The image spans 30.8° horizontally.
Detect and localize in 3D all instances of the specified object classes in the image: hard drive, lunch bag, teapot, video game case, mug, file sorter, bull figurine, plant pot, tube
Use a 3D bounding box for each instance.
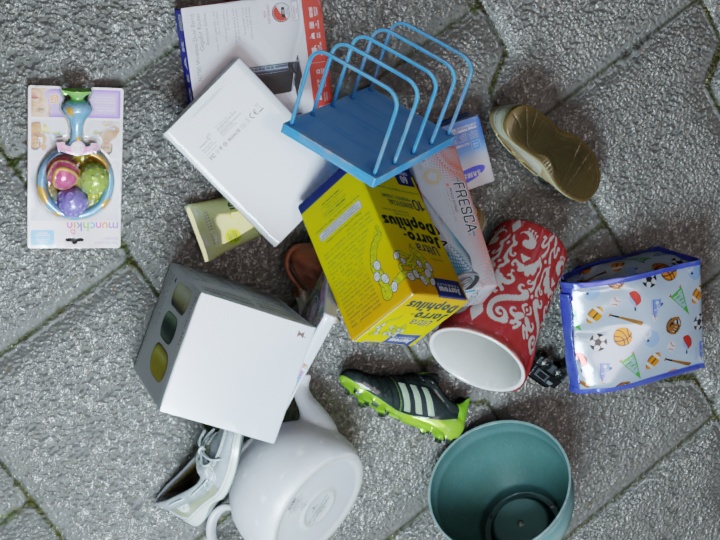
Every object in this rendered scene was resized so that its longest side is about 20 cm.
[{"bbox_3d":[-0.129,-0.145,1.620,0.132,0.027,0.200,-46,110,-5],"label":"hard drive"},{"bbox_3d":[0.369,0.070,1.831,0.199,0.124,0.171,-15,106,-23],"label":"lunch bag"},{"bbox_3d":[-0.105,0.274,1.705,0.200,0.146,0.198,-34,142,-34],"label":"teapot"},{"bbox_3d":[-0.076,0.098,1.641,0.018,0.143,0.200,23,117,-11],"label":"video game case"},{"bbox_3d":[0.188,0.052,1.748,0.133,0.178,0.200,23,60,10],"label":"mug"},{"bbox_3d":[0.029,-0.210,1.585,0.200,0.139,0.123,-32,149,-52],"label":"file sorter"},{"bbox_3d":[0.000,0.000,1.720,0.199,0.065,0.122,-6,104,-6],"label":"bull figurine"},{"bbox_3d":[0.208,0.328,1.805,0.200,0.200,0.134,-38,137,-8],"label":"plant pot"},{"bbox_3d":[-0.119,-0.079,1.678,0.199,0.058,0.052,-20,144,-11],"label":"tube"}]

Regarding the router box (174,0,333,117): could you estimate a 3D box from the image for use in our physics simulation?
[{"bbox_3d":[-0.129,-0.240,1.642,0.179,0.049,0.201,-11,104,-16],"label":"router box"}]

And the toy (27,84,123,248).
[{"bbox_3d":[-0.347,-0.123,1.593,0.115,0.047,0.201,0,100,-17],"label":"toy"}]

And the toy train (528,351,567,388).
[{"bbox_3d":[0.209,0.107,1.833,0.200,0.034,0.046,36,99,-22],"label":"toy train"}]

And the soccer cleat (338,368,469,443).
[{"bbox_3d":[0.060,0.167,1.784,0.200,0.067,0.081,28,73,-22],"label":"soccer cleat"}]

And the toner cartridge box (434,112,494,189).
[{"bbox_3d":[0.072,-0.134,1.733,0.199,0.043,0.095,-20,107,-14],"label":"toner cartridge box"}]

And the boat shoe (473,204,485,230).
[{"bbox_3d":[0.109,0.001,1.753,0.068,0.075,0.200,11,112,-40],"label":"boat shoe"}]

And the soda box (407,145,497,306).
[{"bbox_3d":[0.108,-0.055,1.652,0.068,0.064,0.201,-9,69,-17],"label":"soda box"}]

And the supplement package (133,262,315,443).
[{"bbox_3d":[-0.172,0.097,1.613,0.150,0.200,0.152,19,94,-21],"label":"supplement package"}]

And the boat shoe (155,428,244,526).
[{"bbox_3d":[-0.201,0.256,1.664,0.065,0.075,0.202,22,136,-14],"label":"boat shoe"}]

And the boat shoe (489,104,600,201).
[{"bbox_3d":[0.251,-0.166,1.774,0.200,0.066,0.074,40,86,-34],"label":"boat shoe"}]

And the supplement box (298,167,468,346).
[{"bbox_3d":[0.026,-0.022,1.591,0.109,0.200,0.109,7,142,-47],"label":"supplement box"}]
